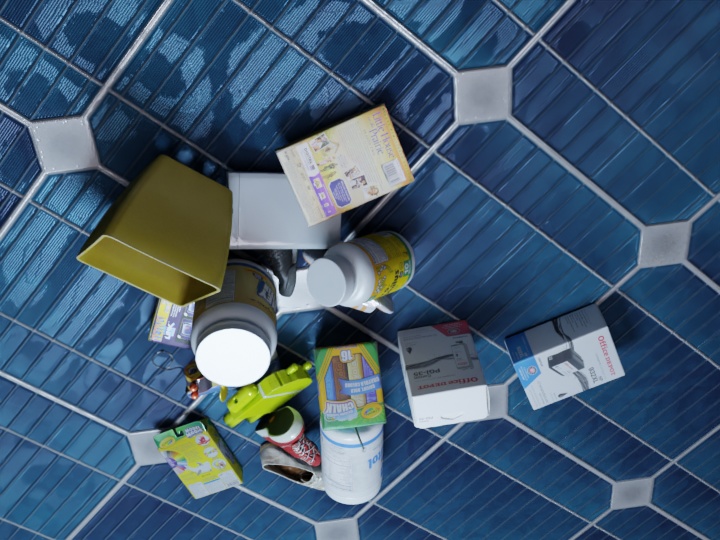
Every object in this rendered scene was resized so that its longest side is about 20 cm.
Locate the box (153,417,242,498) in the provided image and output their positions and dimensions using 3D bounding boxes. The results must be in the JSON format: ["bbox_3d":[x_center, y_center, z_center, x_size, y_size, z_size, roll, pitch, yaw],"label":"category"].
[{"bbox_3d":[-0.342,0.390,1.884,0.117,0.048,0.200,-20,126,7],"label":"box"}]

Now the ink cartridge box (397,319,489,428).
[{"bbox_3d":[0.158,0.196,1.719,0.146,0.200,0.083,-9,125,-1],"label":"ink cartridge box"}]

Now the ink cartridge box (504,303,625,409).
[{"bbox_3d":[0.413,0.175,1.806,0.200,0.084,0.145,-23,123,9],"label":"ink cartridge box"}]

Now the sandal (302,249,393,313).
[{"bbox_3d":[-0.031,0.026,1.663,0.207,0.079,0.059,32,116,-15],"label":"sandal"}]

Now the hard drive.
[{"bbox_3d":[-0.132,-0.103,1.545,0.200,0.027,0.132,-1,102,-17],"label":"hard drive"}]

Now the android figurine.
[{"bbox_3d":[-0.176,0.238,1.743,0.200,0.041,0.182,-41,159,27],"label":"android figurine"}]

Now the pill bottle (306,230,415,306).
[{"bbox_3d":[0.000,0.000,1.561,0.113,0.200,0.113,9,106,34],"label":"pill bottle"}]

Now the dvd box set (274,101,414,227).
[{"bbox_3d":[-0.026,-0.178,1.512,0.200,0.029,0.146,-25,111,-1],"label":"dvd box set"}]

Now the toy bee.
[{"bbox_3d":[-0.280,0.197,1.656,0.200,0.109,0.131,-23,123,9],"label":"toy bee"}]

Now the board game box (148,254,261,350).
[{"bbox_3d":[-0.290,0.058,1.660,0.165,0.057,0.200,15,121,-14],"label":"board game box"}]

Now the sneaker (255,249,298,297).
[{"bbox_3d":[-0.162,-0.047,1.602,0.104,0.060,0.200,3,115,-14],"label":"sneaker"}]

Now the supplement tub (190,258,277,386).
[{"bbox_3d":[-0.215,0.088,1.534,0.145,0.200,0.145,-3,124,-4],"label":"supplement tub"}]

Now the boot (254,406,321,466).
[{"bbox_3d":[-0.120,0.343,1.794,0.144,0.200,0.072,40,70,-12],"label":"boot"}]

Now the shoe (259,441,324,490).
[{"bbox_3d":[-0.135,0.437,1.936,0.200,0.053,0.070,31,115,-24],"label":"shoe"}]

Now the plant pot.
[{"bbox_3d":[-0.321,-0.071,1.472,0.200,0.177,0.200,27,158,-23],"label":"plant pot"}]

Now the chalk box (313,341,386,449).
[{"bbox_3d":[-0.020,0.243,1.719,0.124,0.125,0.200,-5,84,-3],"label":"chalk box"}]

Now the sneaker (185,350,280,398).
[{"bbox_3d":[-0.249,0.217,1.759,0.200,0.079,0.089,-18,122,5],"label":"sneaker"}]

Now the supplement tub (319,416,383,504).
[{"bbox_3d":[-0.018,0.372,1.860,0.132,0.132,0.200,-4,125,-4],"label":"supplement tub"}]
